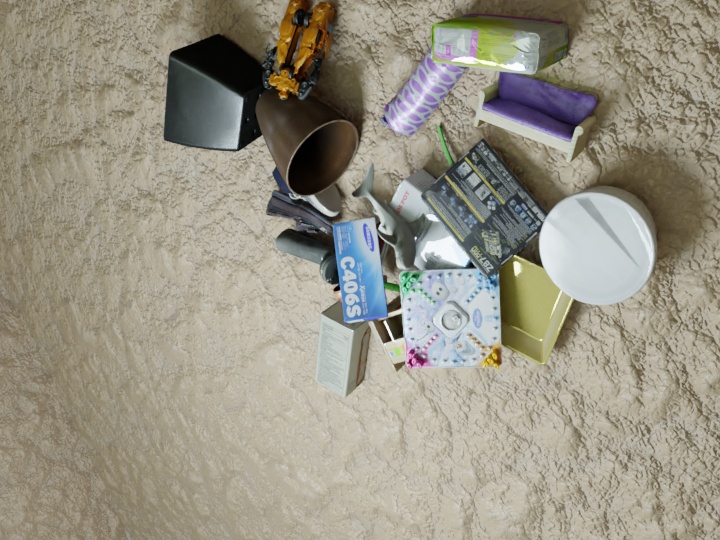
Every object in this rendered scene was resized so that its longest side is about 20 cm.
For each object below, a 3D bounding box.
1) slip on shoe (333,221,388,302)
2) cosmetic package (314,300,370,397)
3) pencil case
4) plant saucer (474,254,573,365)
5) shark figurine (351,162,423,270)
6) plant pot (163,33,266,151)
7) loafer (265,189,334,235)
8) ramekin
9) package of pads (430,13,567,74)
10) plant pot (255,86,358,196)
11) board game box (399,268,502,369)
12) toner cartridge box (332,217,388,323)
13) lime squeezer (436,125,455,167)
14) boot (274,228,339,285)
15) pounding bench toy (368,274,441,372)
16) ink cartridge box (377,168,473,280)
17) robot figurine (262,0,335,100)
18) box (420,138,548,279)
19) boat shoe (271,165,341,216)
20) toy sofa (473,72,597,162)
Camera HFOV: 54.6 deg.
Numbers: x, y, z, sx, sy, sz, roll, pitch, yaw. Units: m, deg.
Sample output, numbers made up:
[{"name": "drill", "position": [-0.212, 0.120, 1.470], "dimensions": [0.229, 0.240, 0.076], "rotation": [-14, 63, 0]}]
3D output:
[{"name": "slip on shoe", "position": [0.005, -0.019, 1.505], "dimensions": [0.060, 0.204, 0.074], "rotation": [29, 180, -22]}, {"name": "cosmetic package", "position": [-0.043, 0.188, 1.685], "dimensions": [0.102, 0.087, 0.205], "rotation": [26, 126, 26]}, {"name": "pencil case", "position": [0.120, -0.345, 1.311], "dimensions": [0.200, 0.082, 0.087], "rotation": [-45, 60, 40]}, {"name": "plant saucer", "position": [0.310, 0.057, 1.372], "dimensions": [0.196, 0.048, 0.204], "rotation": [27, 128, 20]}, {"name": "shark figurine", "position": [0.075, -0.099, 1.368], "dimensions": [0.089, 0.127, 0.218], "rotation": [-35, 70, 18]}, {"name": "plant pot", "position": [-0.303, -0.379, 1.550], "dimensions": [0.173, 0.200, 0.204], "rotation": [23, 125, 12]}, {"name": "loafer", "position": [-0.139, -0.119, 1.611], "dimensions": [0.197, 0.072, 0.064], "rotation": [31, 89, 30]}, {"name": "ramekin", "position": [0.420, -0.051, 1.213], "dimensions": [0.198, 0.094, 0.208], "rotation": [17, 121, 30]}, {"name": "package of pads", "position": [0.228, -0.380, 1.158], "dimensions": [0.196, 0.154, 0.070], "rotation": [16, 121, 29]}, {"name": "plant pot", "position": [-0.133, -0.296, 1.477], "dimensions": [0.201, 0.184, 0.190], "rotation": [48, 133, 26]}, {"name": "board game box", "position": [0.178, 0.100, 1.377], "dimensions": [0.193, 0.026, 0.206], "rotation": [-2, 106, 13]}, {"name": "toner cartridge box", "position": [0.000, 0.000, 1.452], "dimensions": [0.092, 0.043, 0.207], "rotation": [-8, 82, 4]}, {"name": "lime squeezer", "position": [0.205, -0.191, 1.346], "dimensions": [0.199, 0.037, 0.071], "rotation": [42, 130, 14]}, {"name": "boot", "position": [-0.111, -0.040, 1.577], "dimensions": [0.196, 0.181, 0.074], "rotation": [27, 102, 20]}, {"name": "pounding bench toy", "position": [0.111, 0.086, 1.494], "dimensions": [0.154, 0.124, 0.204], "rotation": [-22, 98, 41]}, {"name": "ink cartridge box", "position": [0.151, -0.082, 1.409], "dimensions": [0.199, 0.083, 0.147], "rotation": [40, 130, 14]}, {"name": "robot figurine", "position": [-0.122, -0.443, 1.409], "dimensions": [0.142, 0.058, 0.205], "rotation": [23, 99, 27]}, {"name": "box", "position": [0.231, -0.114, 1.293], "dimensions": [0.160, 0.049, 0.201], "rotation": [-41, 80, 3]}, {"name": "boat shoe", "position": [-0.123, -0.187, 1.583], "dimensions": [0.202, 0.074, 0.093], "rotation": [54, 140, 12]}, {"name": "toy sofa", "position": [0.301, -0.273, 1.203], "dimensions": [0.197, 0.082, 0.100], "rotation": [27, 127, 24]}]
